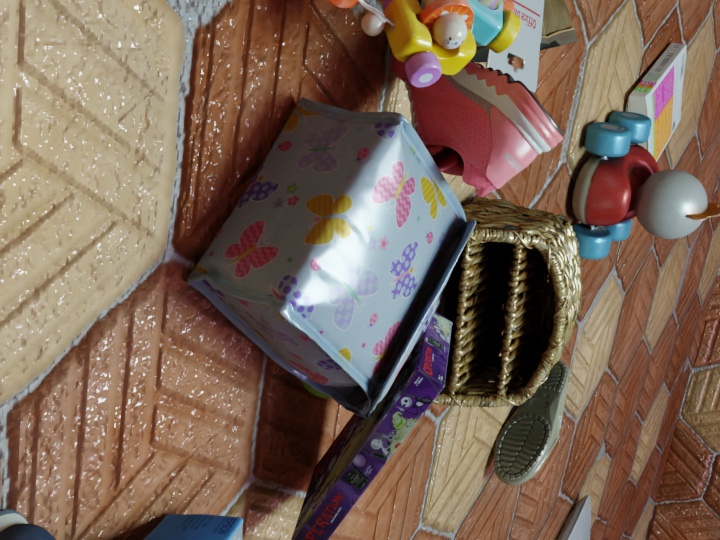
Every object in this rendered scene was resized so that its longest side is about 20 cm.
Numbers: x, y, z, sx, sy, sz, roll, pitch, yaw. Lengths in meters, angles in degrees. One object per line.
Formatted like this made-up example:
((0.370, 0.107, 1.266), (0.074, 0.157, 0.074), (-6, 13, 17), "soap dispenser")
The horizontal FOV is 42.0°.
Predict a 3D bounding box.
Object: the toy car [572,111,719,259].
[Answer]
((0.411, -0.103, 1.301), (0.177, 0.200, 0.185), (-28, 131, -52), "toy car")

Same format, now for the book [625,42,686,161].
((0.465, -0.256, 1.472), (0.200, 0.048, 0.134), (-45, 140, -41), "book")

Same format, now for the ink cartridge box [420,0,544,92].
((0.105, -0.254, 0.776), (0.115, 0.068, 0.201), (-4, 98, -59), "ink cartridge box")

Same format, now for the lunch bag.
((0.000, 0.000, 0.698), (0.170, 0.127, 0.200), (-59, 142, -18), "lunch bag")

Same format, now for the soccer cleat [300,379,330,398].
((0.013, 0.027, 0.822), (0.200, 0.067, 0.081), (-49, 132, -35), "soccer cleat")

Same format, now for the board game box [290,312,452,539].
((0.010, 0.136, 0.788), (0.200, 0.032, 0.120), (-56, -179, 21), "board game box")

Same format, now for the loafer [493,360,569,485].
((0.255, 0.225, 1.349), (0.200, 0.076, 0.068), (-59, 143, -23), "loafer")

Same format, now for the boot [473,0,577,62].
((0.155, -0.248, 0.921), (0.200, 0.073, 0.076), (-31, 113, -55), "boot")

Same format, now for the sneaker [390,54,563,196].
((0.063, -0.122, 0.717), (0.087, 0.200, 0.074), (-47, 129, 3), "sneaker")

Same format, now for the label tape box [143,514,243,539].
((-0.125, 0.285, 0.634), (0.143, 0.066, 0.201), (-34, 124, -81), "label tape box")

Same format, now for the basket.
((0.138, 0.044, 0.966), (0.149, 0.142, 0.201), (-29, 130, -52), "basket")

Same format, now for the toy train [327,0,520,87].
((0.040, -0.204, 0.633), (0.200, 0.150, 0.056), (-27, 170, -46), "toy train")

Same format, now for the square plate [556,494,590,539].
((0.413, 0.574, 1.884), (0.198, 0.028, 0.200), (-52, 146, -33), "square plate")

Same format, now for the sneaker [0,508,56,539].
((-0.194, 0.243, 0.559), (0.070, 0.082, 0.201), (-33, 134, -49), "sneaker")
